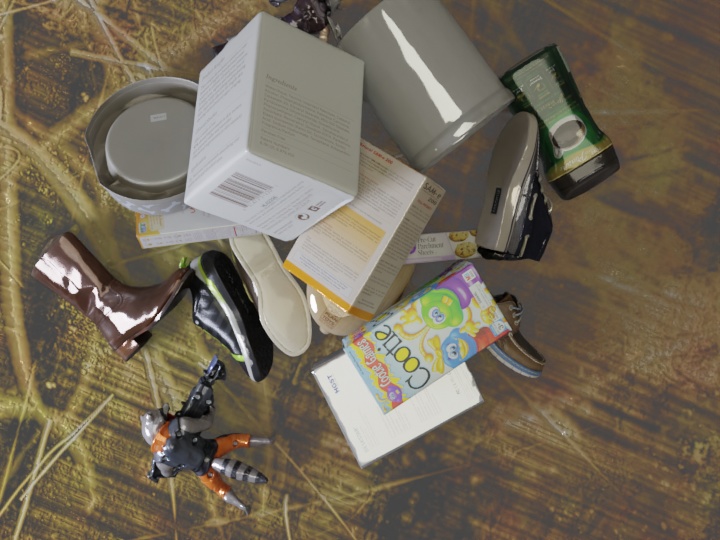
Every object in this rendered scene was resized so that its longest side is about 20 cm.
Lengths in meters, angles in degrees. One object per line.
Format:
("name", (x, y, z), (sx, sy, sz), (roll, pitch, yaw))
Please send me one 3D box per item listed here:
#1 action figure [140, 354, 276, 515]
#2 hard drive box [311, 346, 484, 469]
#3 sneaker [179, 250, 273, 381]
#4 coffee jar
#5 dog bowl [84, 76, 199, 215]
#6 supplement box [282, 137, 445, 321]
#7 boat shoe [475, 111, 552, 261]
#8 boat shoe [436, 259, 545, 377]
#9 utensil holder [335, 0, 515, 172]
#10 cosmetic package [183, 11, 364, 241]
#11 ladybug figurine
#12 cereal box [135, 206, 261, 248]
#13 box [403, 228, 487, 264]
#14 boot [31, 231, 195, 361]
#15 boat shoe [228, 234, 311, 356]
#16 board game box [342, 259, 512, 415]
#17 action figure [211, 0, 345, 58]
("action figure", (-0.213, 0.229, 1.464), (0.190, 0.105, 0.203), (21, 94, -12))
("hard drive box", (0.051, 0.157, 1.478), (0.197, 0.077, 0.158), (-27, 93, 0))
("sneaker", (-0.192, 0.067, 1.483), (0.082, 0.072, 0.203), (-23, 93, 24))
("coffee jar", (0.274, -0.203, 1.459), (0.103, 0.085, 0.202), (-29, 93, 6))
("dog bowl", (-0.270, -0.164, 1.420), (0.196, 0.059, 0.204), (-1, 60, 2))
("supplement box", (0.005, -0.054, 1.374), (0.125, 0.073, 0.202), (34, 95, 29))
("boat shoe", (0.224, -0.108, 1.435), (0.091, 0.074, 0.204), (12, 98, -30))
("boat shoe", (0.191, 0.067, 1.471), (0.199, 0.072, 0.073), (41, 107, -3))
("utensil holder", (0.084, -0.260, 1.411), (0.169, 0.170, 0.201), (-36, 89, 1))
("cosmetic package", (-0.107, -0.177, 1.331), (0.164, 0.166, 0.204), (19, 61, -31))
("ladybug figurine", (0.000, 0.000, 1.470), (0.135, 0.072, 0.201), (36, 91, -4))
("cereal box", (-0.209, -0.112, 1.444), (0.196, 0.040, 0.146), (-8, 62, -1))
("box", (0.133, -0.035, 1.449), (0.196, 0.039, 0.042), (-4, 92, -27))
("boot", (-0.346, 0.002, 1.449), (0.200, 0.064, 0.187), (45, 111, 0))
("boat shoe", (-0.127, 0.024, 1.475), (0.071, 0.059, 0.203), (-28, 94, -10))
("board game box", (0.084, 0.085, 1.385), (0.198, 0.103, 0.106), (-34, 94, 0))
("action figure", (-0.107, -0.331, 1.455), (0.198, 0.069, 0.132), (-31, 87, -3))
